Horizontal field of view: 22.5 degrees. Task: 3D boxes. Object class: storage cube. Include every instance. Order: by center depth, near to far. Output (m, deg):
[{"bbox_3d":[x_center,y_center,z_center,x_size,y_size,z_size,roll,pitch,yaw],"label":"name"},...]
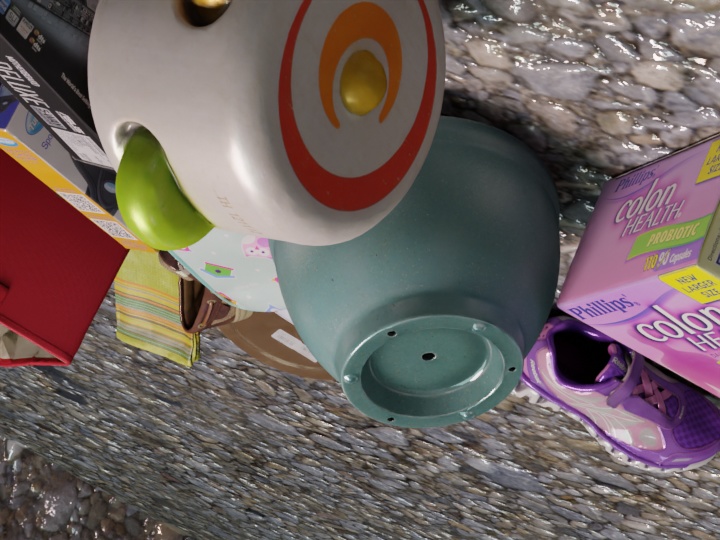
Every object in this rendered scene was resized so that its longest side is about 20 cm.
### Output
[{"bbox_3d":[-0.290,-0.044,1.433,0.200,0.180,0.171,34,161,-24],"label":"storage cube"}]

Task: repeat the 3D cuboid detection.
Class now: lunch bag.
[{"bbox_3d":[-0.050,-0.051,1.289,0.199,0.077,0.160,-14,136,33],"label":"lunch bag"}]

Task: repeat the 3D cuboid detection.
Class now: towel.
[{"bbox_3d":[-0.188,-0.003,1.625,0.086,0.018,0.201,15,131,17],"label":"towel"}]

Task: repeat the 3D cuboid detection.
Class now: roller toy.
[{"bbox_3d":[-0.044,-0.112,0.998,0.139,0.201,0.182,11,-166,37],"label":"roller toy"}]

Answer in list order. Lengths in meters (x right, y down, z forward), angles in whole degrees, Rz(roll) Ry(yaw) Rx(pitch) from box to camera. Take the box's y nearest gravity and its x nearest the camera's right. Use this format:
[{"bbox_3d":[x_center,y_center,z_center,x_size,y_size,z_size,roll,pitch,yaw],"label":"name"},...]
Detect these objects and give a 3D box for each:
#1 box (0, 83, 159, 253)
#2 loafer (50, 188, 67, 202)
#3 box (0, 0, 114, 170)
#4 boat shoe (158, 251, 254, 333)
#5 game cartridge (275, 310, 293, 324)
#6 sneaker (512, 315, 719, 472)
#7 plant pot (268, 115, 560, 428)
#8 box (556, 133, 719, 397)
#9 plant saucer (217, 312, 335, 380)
[{"bbox_3d":[-0.190,-0.112,1.298,0.041,0.120,0.200,10,159,37],"label":"box"},{"bbox_3d":[-0.239,-0.144,1.336,0.073,0.071,0.201,4,131,49],"label":"loafer"},{"bbox_3d":[-0.155,-0.171,1.009,0.050,0.158,0.200,15,160,29],"label":"box"},{"bbox_3d":[-0.130,-0.018,1.482,0.072,0.072,0.200,54,158,30],"label":"boat shoe"},{"bbox_3d":[0.024,0.013,1.405,0.199,0.041,0.134,19,131,12],"label":"game cartridge"},{"bbox_3d":[0.209,0.095,1.453,0.199,0.081,0.089,27,155,-4],"label":"sneaker"},{"bbox_3d":[0.041,0.017,1.188,0.199,0.135,0.201,-4,140,-3],"label":"plant pot"},{"bbox_3d":[0.255,0.015,1.109,0.199,0.097,0.176,30,163,-14],"label":"box"},{"bbox_3d":[-0.054,0.037,1.609,0.199,0.030,0.201,13,145,10],"label":"plant saucer"}]
